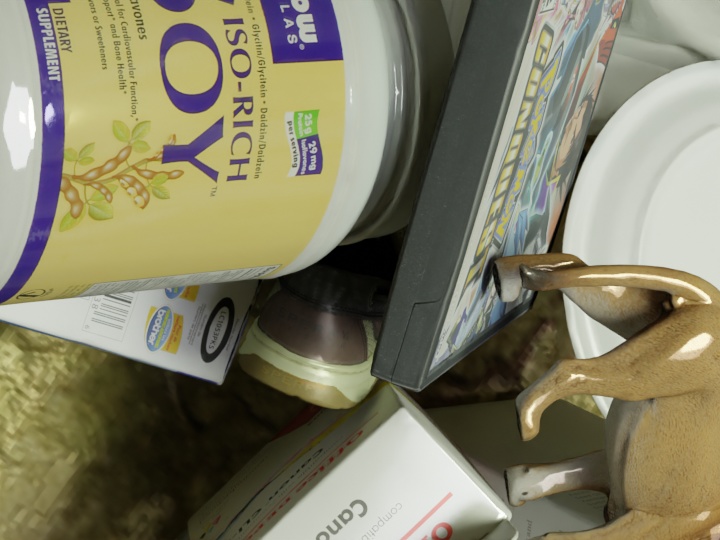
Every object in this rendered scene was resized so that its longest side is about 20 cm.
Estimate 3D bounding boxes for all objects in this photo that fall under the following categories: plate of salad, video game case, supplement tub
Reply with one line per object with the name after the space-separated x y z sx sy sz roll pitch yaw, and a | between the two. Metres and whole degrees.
0.167 0.007 1.105 0.200 0.048 0.201 4 83 -29 | plate of salad
0.065 -0.065 0.969 0.181 0.025 0.201 -29 136 -71 | video game case
-0.080 -0.065 0.915 0.200 0.145 0.146 -7 109 -34 | supplement tub

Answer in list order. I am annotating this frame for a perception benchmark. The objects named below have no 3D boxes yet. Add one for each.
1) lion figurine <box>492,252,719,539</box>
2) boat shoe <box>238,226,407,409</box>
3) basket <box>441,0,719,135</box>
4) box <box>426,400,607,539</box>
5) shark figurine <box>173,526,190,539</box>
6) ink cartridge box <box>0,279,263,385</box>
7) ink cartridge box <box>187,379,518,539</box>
0.118 0.059 0.977 0.122 0.073 0.200 -8 138 -2 | lion figurine
-0.001 0.000 1.070 0.072 0.201 0.066 26 109 3 | boat shoe
0.094 -0.139 1.126 0.200 0.123 0.136 0 106 -35 | basket
0.102 0.162 1.175 0.106 0.200 0.153 -4 108 -34 | box
-0.055 0.235 1.169 0.128 0.089 0.215 -44 124 -15 | shark figurine
-0.105 -0.036 1.045 0.200 0.076 0.137 19 93 -37 | ink cartridge box
-0.008 0.108 1.044 0.116 0.200 0.068 -44 99 -1 | ink cartridge box
